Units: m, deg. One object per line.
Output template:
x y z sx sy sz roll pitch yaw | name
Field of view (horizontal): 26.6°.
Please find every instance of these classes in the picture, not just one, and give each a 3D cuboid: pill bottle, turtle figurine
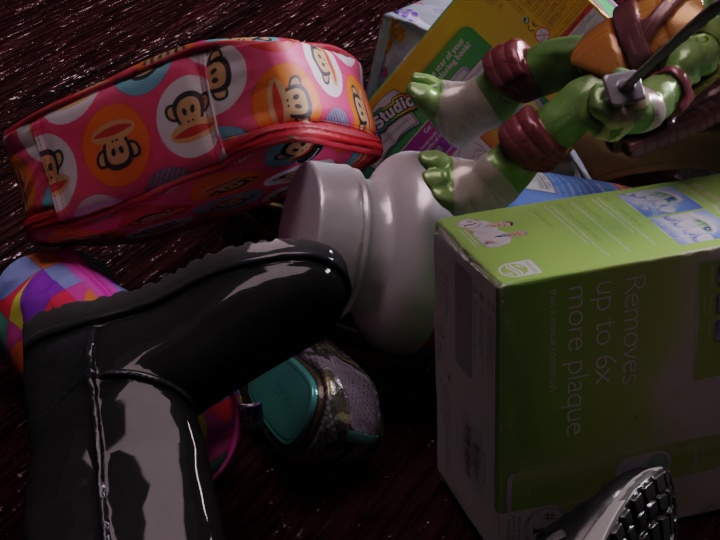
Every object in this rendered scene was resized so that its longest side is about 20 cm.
0.058 -0.005 0.846 0.198 0.113 0.112 7 21 -18 | pill bottle
0.099 -0.120 0.733 0.193 0.145 0.199 -33 -16 25 | turtle figurine

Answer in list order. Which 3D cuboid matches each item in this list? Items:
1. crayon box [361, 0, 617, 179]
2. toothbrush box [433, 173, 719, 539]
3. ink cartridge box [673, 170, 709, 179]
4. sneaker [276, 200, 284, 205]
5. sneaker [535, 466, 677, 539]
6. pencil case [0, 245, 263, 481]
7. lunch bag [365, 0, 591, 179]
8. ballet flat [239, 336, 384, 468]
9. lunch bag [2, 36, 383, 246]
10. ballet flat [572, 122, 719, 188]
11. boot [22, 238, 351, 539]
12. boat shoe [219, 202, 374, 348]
0.081 -0.104 0.971 0.119 0.200 0.058 43 21 3 | crayon box
0.142 0.041 0.751 0.198 0.147 0.086 -9 26 -18 | toothbrush box
0.282 -0.030 0.971 0.145 0.085 0.200 13 28 28 | ink cartridge box
-0.015 -0.057 1.095 0.076 0.076 0.200 27 23 -2 | sneaker
0.067 0.136 0.641 0.087 0.077 0.200 6 25 32 | sneaker
-0.135 0.051 0.830 0.088 0.089 0.199 -17 27 -29 | pencil case
0.130 -0.137 1.169 0.199 0.128 0.169 34 39 22 | lunch bag
-0.043 0.055 0.853 0.071 0.073 0.200 -12 26 -22 | ballet flat
-0.092 -0.074 0.905 0.198 0.083 0.176 -17 -5 22 | lunch bag
0.193 -0.070 0.842 0.068 0.064 0.199 -27 17 -25 | ballet flat
-0.068 0.092 0.651 0.163 0.066 0.201 -18 47 7 | boot
0.000 0.000 0.947 0.198 0.069 0.072 7 25 19 | boat shoe
